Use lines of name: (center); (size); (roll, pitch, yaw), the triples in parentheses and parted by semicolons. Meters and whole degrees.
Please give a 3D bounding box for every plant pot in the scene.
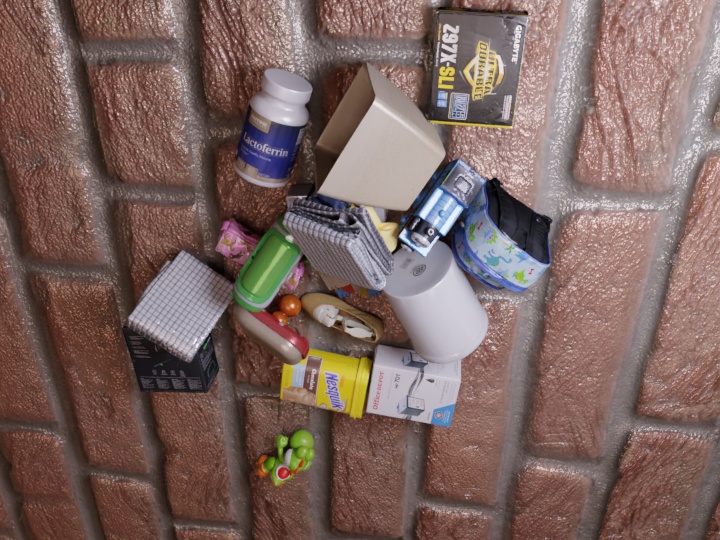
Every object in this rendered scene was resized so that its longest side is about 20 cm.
plant pot: (0.039, -0.227, 1.283); (0.176, 0.200, 0.200); (24, 118, -21)

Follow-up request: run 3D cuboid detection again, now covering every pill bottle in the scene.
pill bottle: (-0.164, -0.270, 1.327); (0.115, 0.116, 0.201); (20, 120, -3)

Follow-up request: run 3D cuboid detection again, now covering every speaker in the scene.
speaker: (-0.179, -0.014, 1.407); (0.088, 0.089, 0.200); (33, 109, -10)

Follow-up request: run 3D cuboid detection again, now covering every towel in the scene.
towel: (-0.385, 0.077, 1.517); (0.165, 0.201, 0.086); (32, 149, -5)
towel: (-0.038, -0.053, 1.307); (0.165, 0.086, 0.200); (19, 159, 30)

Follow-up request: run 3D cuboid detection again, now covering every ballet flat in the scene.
ballet flat: (-0.042, 0.106, 1.555); (0.199, 0.063, 0.069); (19, 121, -2)

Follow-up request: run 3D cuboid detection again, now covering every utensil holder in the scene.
utensil holder: (0.149, 0.062, 1.414); (0.169, 0.170, 0.200); (-17, 130, 18)

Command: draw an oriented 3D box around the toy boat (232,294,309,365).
toy boat: (-0.183, 0.108, 1.554); (0.200, 0.131, 0.131); (35, 163, 9)

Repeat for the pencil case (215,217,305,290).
pencil case: (-0.212, -0.035, 1.490); (0.199, 0.083, 0.087); (28, 111, -7)

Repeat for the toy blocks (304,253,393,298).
toy blocks: (0.000, 0.000, 1.482); (0.199, 0.100, 0.137); (-17, 128, 19)

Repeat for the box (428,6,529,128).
box: (0.208, -0.363, 1.255); (0.159, 0.049, 0.201); (7, 121, 7)

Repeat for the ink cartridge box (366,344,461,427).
ink cartridge box: (0.122, 0.266, 1.611); (0.199, 0.086, 0.147); (9, 121, 2)

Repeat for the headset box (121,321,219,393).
headset box: (-0.445, 0.181, 1.644); (0.173, 0.093, 0.201); (-1, 119, 10)

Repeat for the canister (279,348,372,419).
canister: (-0.082, 0.258, 1.638); (0.199, 0.087, 0.149); (11, 121, 4)

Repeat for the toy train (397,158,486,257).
toy train: (0.148, -0.120, 1.332); (0.087, 0.114, 0.200); (37, 84, -10)

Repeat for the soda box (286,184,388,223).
soda box: (-0.046, -0.134, 1.417); (0.199, 0.064, 0.068); (0, 120, 8)

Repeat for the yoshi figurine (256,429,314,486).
yoshi figurine: (-0.177, 0.473, 1.789); (0.200, 0.112, 0.112); (-39, 68, 40)

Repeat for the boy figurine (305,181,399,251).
boy figurine: (-0.007, -0.107, 1.344); (0.199, 0.065, 0.124); (31, 153, -11)

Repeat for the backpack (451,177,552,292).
backpack: (0.269, -0.051, 1.337); (0.183, 0.200, 0.147); (33, 119, -12)
